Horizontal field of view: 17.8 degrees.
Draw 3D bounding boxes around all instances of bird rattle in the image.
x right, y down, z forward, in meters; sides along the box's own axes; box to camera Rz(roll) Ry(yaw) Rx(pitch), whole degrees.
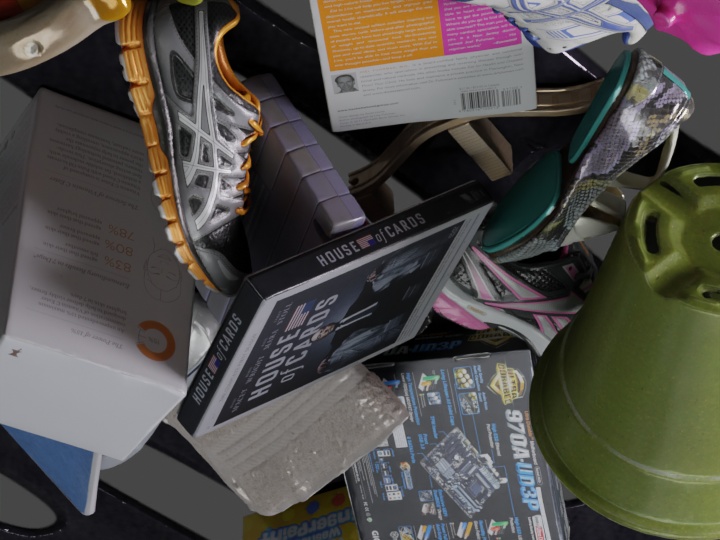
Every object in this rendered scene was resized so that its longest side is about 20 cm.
[{"bbox_3d":[-0.190,-0.170,1.308,0.200,0.163,0.113,-16,123,8],"label":"bird rattle"}]

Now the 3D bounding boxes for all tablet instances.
[{"bbox_3d":[-0.231,0.088,1.702,0.014,0.130,0.200,-33,157,-31],"label":"tablet"}]

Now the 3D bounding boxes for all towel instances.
[{"bbox_3d":[-0.063,0.103,1.708,0.133,0.034,0.200,46,136,-4],"label":"towel"}]

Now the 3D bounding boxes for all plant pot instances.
[{"bbox_3d":[0.215,0.036,1.465,0.200,0.200,0.190,2,140,-1],"label":"plant pot"}]

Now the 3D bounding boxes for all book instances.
[{"bbox_3d":[0.037,-0.163,1.392,0.133,0.048,0.200,-5,144,3],"label":"book"}]

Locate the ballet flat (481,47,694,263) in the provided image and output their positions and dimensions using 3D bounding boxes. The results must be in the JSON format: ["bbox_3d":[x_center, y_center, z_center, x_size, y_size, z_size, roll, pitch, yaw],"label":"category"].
[{"bbox_3d":[0.148,-0.058,1.459,0.072,0.072,0.200,17,139,-19],"label":"ballet flat"}]

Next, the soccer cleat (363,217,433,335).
[{"bbox_3d":[0.000,0.000,1.610,0.068,0.073,0.200,-28,156,5],"label":"soccer cleat"}]

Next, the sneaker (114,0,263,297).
[{"bbox_3d":[-0.094,-0.078,1.435,0.077,0.078,0.200,-13,110,2],"label":"sneaker"}]

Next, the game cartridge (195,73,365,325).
[{"bbox_3d":[-0.061,-0.023,1.521,0.038,0.130,0.200,-15,151,-27],"label":"game cartridge"}]

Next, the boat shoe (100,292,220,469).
[{"bbox_3d":[-0.176,0.075,1.699,0.086,0.075,0.202,25,135,-29],"label":"boat shoe"}]

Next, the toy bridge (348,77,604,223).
[{"bbox_3d":[0.078,-0.087,1.506,0.200,0.027,0.067,-20,138,25],"label":"toy bridge"}]

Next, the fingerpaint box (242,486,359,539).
[{"bbox_3d":[0.027,0.244,1.920,0.200,0.073,0.167,-19,140,23],"label":"fingerpaint box"}]

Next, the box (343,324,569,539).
[{"bbox_3d":[0.066,0.135,1.738,0.159,0.046,0.200,-6,121,11],"label":"box"}]

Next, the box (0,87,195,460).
[{"bbox_3d":[-0.180,0.002,1.493,0.124,0.200,0.097,20,140,-22],"label":"box"}]

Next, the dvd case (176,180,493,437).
[{"bbox_3d":[-0.016,0.024,1.476,0.200,0.025,0.150,-24,155,-38],"label":"dvd case"}]

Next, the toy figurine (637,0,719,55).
[{"bbox_3d":[0.207,-0.199,1.218,0.200,0.184,0.150,-11,142,16],"label":"toy figurine"}]

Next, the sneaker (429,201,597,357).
[{"bbox_3d":[0.137,0.011,1.601,0.200,0.080,0.086,17,128,-31],"label":"sneaker"}]

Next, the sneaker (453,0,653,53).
[{"bbox_3d":[0.103,-0.159,1.321,0.200,0.075,0.088,-1,139,-29],"label":"sneaker"}]
